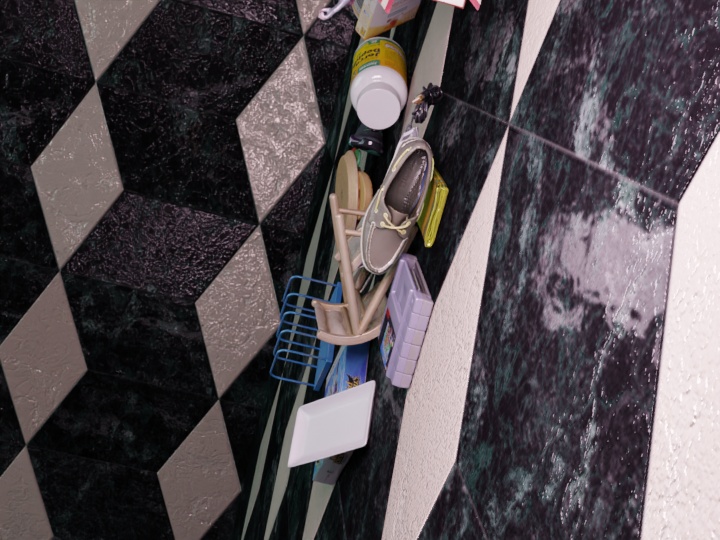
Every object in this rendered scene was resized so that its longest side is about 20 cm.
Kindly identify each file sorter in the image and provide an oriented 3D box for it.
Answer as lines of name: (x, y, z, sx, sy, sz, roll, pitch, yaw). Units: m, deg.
file sorter: (-0.120, 0.133, 2.266, 0.139, 0.120, 0.203, 116, 165, -55)

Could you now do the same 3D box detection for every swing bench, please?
swing bench: (0.000, 0.000, 1.635, 0.199, 0.127, 0.204, -112, 31, -75)

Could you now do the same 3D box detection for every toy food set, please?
toy food set: (-0.018, -0.162, 2.202, 0.202, 0.048, 0.201, 103, 163, -49)

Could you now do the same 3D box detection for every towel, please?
towel: (0.095, -0.102, 1.495, 0.200, 0.018, 0.088, -102, 27, -72)

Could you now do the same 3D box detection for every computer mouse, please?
computer mouse: (0.079, -0.184, 1.591, 0.110, 0.043, 0.203, -61, -9, -64)

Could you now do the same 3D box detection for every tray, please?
tray: (-0.042, 0.248, 1.631, 0.198, 0.022, 0.109, -25, 46, 45)

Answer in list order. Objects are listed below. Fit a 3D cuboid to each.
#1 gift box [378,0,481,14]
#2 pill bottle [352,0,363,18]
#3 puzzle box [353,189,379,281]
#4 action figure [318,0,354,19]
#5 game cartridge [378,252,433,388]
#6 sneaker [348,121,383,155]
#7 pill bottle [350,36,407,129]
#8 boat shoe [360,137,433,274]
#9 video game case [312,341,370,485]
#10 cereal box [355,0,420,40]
gift box: (0.102, -0.475, 1.503, 0.187, 0.181, 0.204, -71, -9, -69)
pill bottle: (0.052, -0.638, 2.306, 0.200, 0.114, 0.119, 130, 152, -72)
puzzle box: (0.013, -0.054, 1.968, 0.200, 0.025, 0.136, 123, 158, -68)
action figure: (-0.042, -0.462, 1.501, 0.148, 0.135, 0.199, -40, -15, 28)
game cartridge: (0.059, 0.067, 1.435, 0.200, 0.038, 0.132, -102, 30, -72)
sneaker: (0.018, -0.294, 2.155, 0.200, 0.073, 0.089, -120, 49, -79)
pill bottle: (0.035, -0.357, 1.983, 0.202, 0.110, 0.114, -87, 13, -53)
boat shoe: (0.051, -0.089, 1.458, 0.060, 0.071, 0.205, -109, 38, -79)
video game case: (-0.033, 0.237, 1.765, 0.182, 0.044, 0.203, 112, 167, -55)
cereal box: (0.073, -0.547, 1.991, 0.143, 0.040, 0.201, -31, -18, -28)
